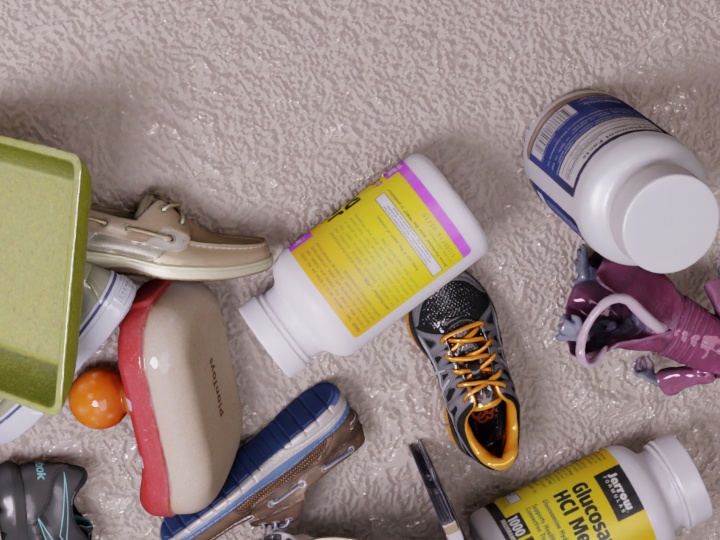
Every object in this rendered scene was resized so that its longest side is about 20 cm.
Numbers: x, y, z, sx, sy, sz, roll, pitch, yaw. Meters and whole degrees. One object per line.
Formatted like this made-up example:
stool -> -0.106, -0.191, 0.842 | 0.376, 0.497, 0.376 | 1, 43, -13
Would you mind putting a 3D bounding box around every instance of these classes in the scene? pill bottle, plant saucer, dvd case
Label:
pill bottle -> 0.208, 0.226, 1.760 | 0.200, 0.112, 0.112 | -26, 115, -6
pill bottle -> 0.000, 0.000, 1.621 | 0.200, 0.104, 0.104 | -37, 115, -1
plant saucer -> -0.278, -0.010, 1.508 | 0.048, 0.200, 0.200 | -11, 111, -53
dvd case -> 0.097, 0.262, 1.722 | 0.016, 0.149, 0.200 | -24, 114, 0
pill bottle -> 0.215, -0.070, 1.602 | 0.111, 0.200, 0.111 | -5, 112, -14

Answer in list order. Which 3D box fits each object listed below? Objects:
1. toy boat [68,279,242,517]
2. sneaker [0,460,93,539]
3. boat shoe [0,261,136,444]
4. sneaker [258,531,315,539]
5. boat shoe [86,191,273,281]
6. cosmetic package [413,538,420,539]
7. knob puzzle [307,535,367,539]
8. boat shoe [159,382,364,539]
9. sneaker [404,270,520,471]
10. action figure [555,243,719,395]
toy boat -> -0.178, 0.106, 1.617 | 0.131, 0.131, 0.200 | -2, 113, 17
sneaker -> -0.261, 0.253, 1.658 | 0.079, 0.075, 0.200 | -9, 112, -15
boat shoe -> -0.254, 0.061, 1.573 | 0.062, 0.072, 0.200 | 35, 119, -13
sneaker -> -0.096, 0.308, 1.728 | 0.200, 0.074, 0.080 | -47, 159, 20
boat shoe -> -0.167, -0.029, 1.582 | 0.200, 0.072, 0.065 | 4, 97, -11
cosmetic package -> 0.028, 0.389, 1.766 | 0.200, 0.123, 0.199 | -32, 115, -1
knob puzzle -> -0.024, 0.311, 1.657 | 0.220, 0.030, 0.220 | 0, 91, -2
boat shoe -> -0.079, 0.186, 1.685 | 0.200, 0.072, 0.072 | -38, 117, 0
sneaker -> 0.098, 0.084, 1.696 | 0.078, 0.077, 0.200 | -23, 113, -5
action figure -> 0.277, 0.044, 1.701 | 0.200, 0.149, 0.134 | 22, 97, -8
